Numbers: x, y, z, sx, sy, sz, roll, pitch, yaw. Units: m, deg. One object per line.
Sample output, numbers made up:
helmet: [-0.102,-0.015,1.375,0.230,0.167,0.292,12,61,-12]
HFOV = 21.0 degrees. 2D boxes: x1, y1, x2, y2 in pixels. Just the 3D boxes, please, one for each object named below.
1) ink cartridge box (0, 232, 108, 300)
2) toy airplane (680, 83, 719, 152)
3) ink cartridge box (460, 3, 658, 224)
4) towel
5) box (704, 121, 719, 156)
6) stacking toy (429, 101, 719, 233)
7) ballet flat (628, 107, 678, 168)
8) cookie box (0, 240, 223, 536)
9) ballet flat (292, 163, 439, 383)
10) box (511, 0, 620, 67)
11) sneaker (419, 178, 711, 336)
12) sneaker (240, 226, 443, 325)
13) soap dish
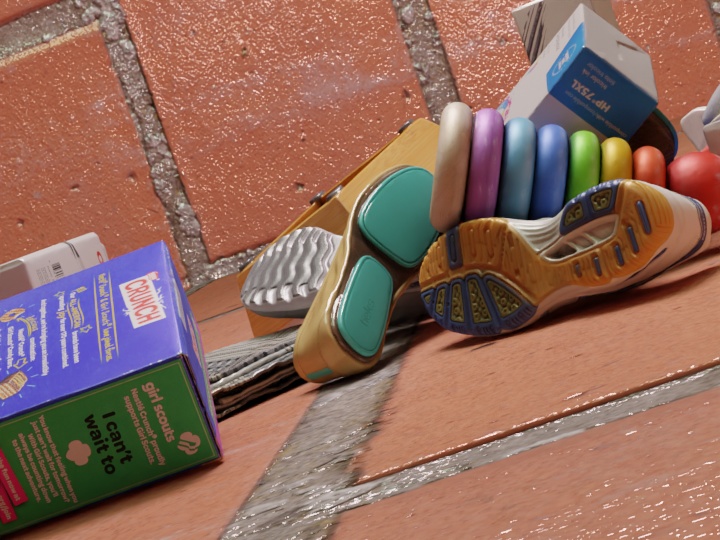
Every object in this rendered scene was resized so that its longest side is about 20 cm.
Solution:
ink cartridge box: [-0.247,0.059,1.545,0.083,0.145,0.200,-18,4,11]
toy airplane: [0.335,-0.144,1.522,0.198,0.142,0.200,-20,4,-7]
ink cartridge box: [0.119,-0.077,1.359,0.200,0.067,0.116,-52,10,20]
towel: [-0.112,0.080,1.394,0.192,0.035,0.199,-22,5,-40]
box: [0.333,-0.099,1.315,0.199,0.069,0.082,-21,4,-34]
stacking toy: [0.147,-0.056,1.259,0.198,0.086,0.085,7,5,2]
ballet flat: [0.184,-0.086,1.456,0.072,0.068,0.200,-40,6,-1]
cookie box: [-0.190,0.076,1.150,0.199,0.076,0.171,-20,24,-1]
ballet flat: [0.000,0.000,1.328,0.063,0.069,0.200,-34,19,39]
box: [0.194,-0.132,1.594,0.068,0.201,0.082,-19,1,20]
sneaker: [0.128,-0.002,1.216,0.199,0.076,0.088,-14,-11,42]
sneaker: [-0.004,0.017,1.444,0.199,0.082,0.075,-4,49,38]
soap dish: [-0.004,-0.032,1.590,0.157,0.081,0.200,-45,6,-40]
